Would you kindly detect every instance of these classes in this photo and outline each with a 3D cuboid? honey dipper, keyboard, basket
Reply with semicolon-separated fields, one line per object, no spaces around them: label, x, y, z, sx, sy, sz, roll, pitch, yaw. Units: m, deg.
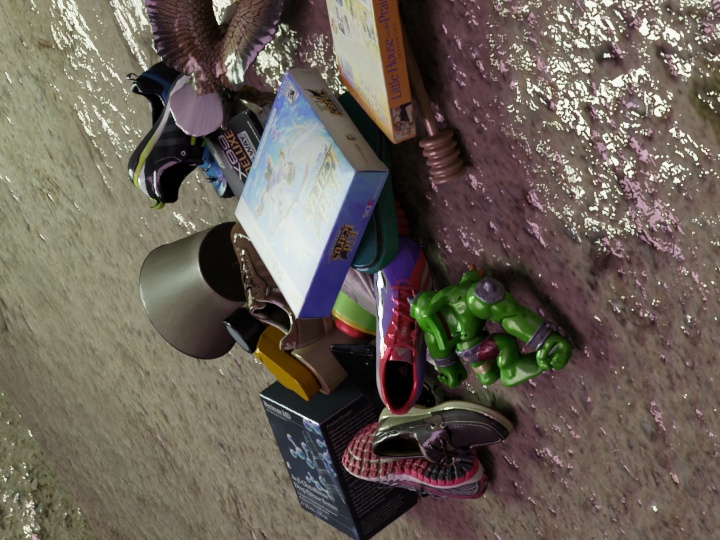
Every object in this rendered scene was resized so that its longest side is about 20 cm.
honey dipper;0.057;-0.185;1.469;0.038;0.038;0.201;5;119;58
keyboard;0.050;0.146;1.798;0.104;0.040;0.200;5;145;40
basket;-0.202;0.015;2.014;0.181;0.136;0.200;56;150;1

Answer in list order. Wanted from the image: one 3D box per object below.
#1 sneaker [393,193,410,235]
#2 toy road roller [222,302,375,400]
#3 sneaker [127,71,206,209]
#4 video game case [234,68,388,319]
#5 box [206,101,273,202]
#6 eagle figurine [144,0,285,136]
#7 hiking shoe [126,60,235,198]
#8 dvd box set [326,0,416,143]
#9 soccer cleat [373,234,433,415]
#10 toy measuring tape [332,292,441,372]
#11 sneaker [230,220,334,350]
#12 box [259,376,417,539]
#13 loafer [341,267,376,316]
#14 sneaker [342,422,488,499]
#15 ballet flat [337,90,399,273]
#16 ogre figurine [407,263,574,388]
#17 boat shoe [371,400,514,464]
sneaker;-0.027;-0.098;1.645;0.201;0.082;0.078;55;153;6
toy road roller;-0.066;0.098;1.890;0.200;0.123;0.146;34;159;40
sneaker;-0.206;-0.164;1.806;0.083;0.072;0.201;43;110;30
video game case;-0.058;-0.082;1.580;0.182;0.045;0.201;56;136;39
box;-0.101;-0.102;1.801;0.201;0.050;0.157;61;154;-8
eagle figurine;-0.156;-0.265;1.643;0.201;0.151;0.152;88;160;-53
hiking shoe;-0.225;-0.175;1.891;0.074;0.086;0.201;-8;112;61
dvd box set;0.004;-0.244;1.451;0.147;0.029;0.201;-126;20;-50
soccer cleat;0.047;0.061;1.627;0.073;0.068;0.202;-84;-5;-71
toy measuring tape;0.022;0.061;1.736;0.200;0.073;0.074;36;147;42
sneaker;-0.115;0.015;1.804;0.200;0.075;0.071;47;152;30
box;-0.029;0.239;1.980;0.148;0.107;0.201;19;133;52
loafer;0.000;0.000;1.701;0.200;0.070;0.070;46;148;2
sneaker;0.064;0.245;1.822;0.199;0.081;0.075;9;148;36
ballet flat;0.006;-0.095;1.591;0.067;0.070;0.202;-7;84;23
ogre figurine;0.126;0.064;1.549;0.120;0.098;0.200;53;167;-16
boat shoe;0.094;0.197;1.730;0.199;0.065;0.073;-10;136;48
